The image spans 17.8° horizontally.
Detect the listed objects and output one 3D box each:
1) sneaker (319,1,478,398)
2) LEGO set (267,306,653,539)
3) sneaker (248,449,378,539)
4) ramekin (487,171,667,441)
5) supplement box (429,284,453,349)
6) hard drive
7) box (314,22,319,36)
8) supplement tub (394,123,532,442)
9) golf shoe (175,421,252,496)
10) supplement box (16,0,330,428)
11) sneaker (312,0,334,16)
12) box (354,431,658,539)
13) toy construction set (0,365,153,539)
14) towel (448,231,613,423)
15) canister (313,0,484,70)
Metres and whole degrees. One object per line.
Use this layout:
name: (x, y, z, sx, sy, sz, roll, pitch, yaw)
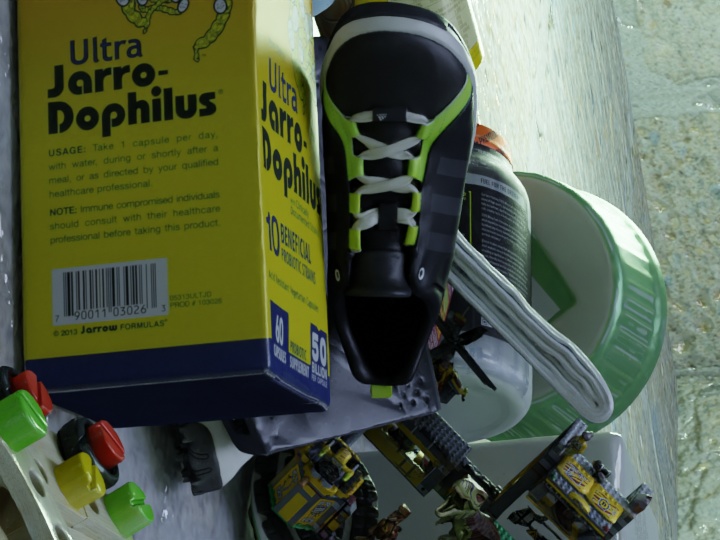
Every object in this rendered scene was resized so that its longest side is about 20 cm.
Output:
sneaker: (0.019, -0.025, 1.035, 0.083, 0.071, 0.201, -91, 180, -48)
LEGO set: (0.061, 0.117, 1.224, 0.200, 0.116, 0.153, 50, 40, 8)
sneaker: (-0.035, 0.181, 1.261, 0.089, 0.076, 0.201, 125, -33, -47)
ramekin: (0.117, 0.024, 1.681, 0.098, 0.198, 0.202, 30, 55, -66)
supplement box: (0.000, 0.000, 1.393, 0.200, 0.085, 0.111, -69, 151, -64)
hard drive: (-0.040, -0.013, 1.130, 0.134, 0.042, 0.202, -10, 80, -44)
box: (-0.062, -0.159, 1.264, 0.200, 0.049, 0.162, -73, 153, -61)
supplement tub: (0.056, 0.006, 1.567, 0.123, 0.121, 0.201, 64, 25, -58)
golf shoe: (-0.041, 0.046, 1.176, 0.200, 0.094, 0.078, -68, 151, -61)
supplement box: (-0.080, -0.041, 0.995, 0.109, 0.109, 0.202, 40, 46, -73)
sneaker: (-0.023, -0.170, 1.065, 0.080, 0.199, 0.131, -49, 123, -36)
box: (0.076, 0.221, 1.388, 0.172, 0.197, 0.202, 60, 28, -61)
toy construction set: (-0.114, 0.109, 0.815, 0.200, 0.092, 0.132, 78, -12, -62)
towel: (0.076, 0.021, 1.226, 0.147, 0.024, 0.200, 46, 1, 1)
canister: (-0.006, -0.201, 1.186, 0.149, 0.086, 0.201, -114, -176, -59)
